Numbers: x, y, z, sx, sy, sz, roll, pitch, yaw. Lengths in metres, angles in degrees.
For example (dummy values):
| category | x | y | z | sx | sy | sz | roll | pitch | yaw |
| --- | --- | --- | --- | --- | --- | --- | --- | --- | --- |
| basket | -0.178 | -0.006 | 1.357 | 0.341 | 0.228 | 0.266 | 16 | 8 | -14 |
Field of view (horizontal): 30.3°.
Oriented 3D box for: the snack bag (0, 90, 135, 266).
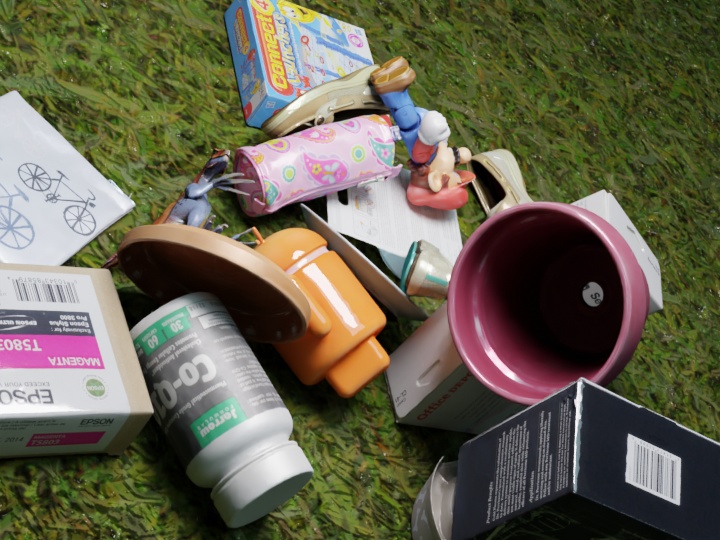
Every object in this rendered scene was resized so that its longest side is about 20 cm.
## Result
| category | x | y | z | sx | sy | sz | roll | pitch | yaw |
| --- | --- | --- | --- | --- | --- | --- | --- | --- | --- |
| snack bag | -0.347 | -0.086 | 1.341 | 0.188 | 0.021 | 0.200 | 43 | 38 | -2 |

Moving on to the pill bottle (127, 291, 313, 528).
| category | x | y | z | sx | sy | sz | roll | pitch | yaw |
| --- | --- | --- | --- | --- | --- | --- | --- | --- | --- |
| pill bottle | -0.133 | 0.131 | 1.251 | 0.113 | 0.113 | 0.201 | -14 | 64 | -48 |

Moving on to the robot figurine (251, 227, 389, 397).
| category | x | y | z | sx | sy | sz | roll | pitch | yaw |
| --- | --- | --- | --- | --- | --- | --- | --- | --- | --- |
| robot figurine | -0.052 | 0.040 | 1.409 | 0.201 | 0.117 | 0.144 | 52 | 37 | 5 |

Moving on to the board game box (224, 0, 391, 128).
| category | x | y | z | sx | sy | sz | roll | pitch | yaw |
| --- | --- | --- | --- | --- | --- | --- | --- | --- | --- |
| board game box | -0.068 | -0.255 | 1.725 | 0.194 | 0.056 | 0.202 | 13 | 47 | -34 |

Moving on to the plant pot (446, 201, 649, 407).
| category | x | y | z | sx | sy | sz | roll | pitch | yaw |
| --- | --- | --- | --- | --- | --- | --- | --- | --- | --- |
| plant pot | 0.213 | 0.033 | 1.372 | 0.201 | 0.200 | 0.178 | 56 | 25 | 17 |

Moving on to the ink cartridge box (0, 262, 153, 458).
| category | x | y | z | sx | sy | sz | roll | pitch | yaw |
| --- | --- | --- | --- | --- | --- | --- | --- | --- | --- |
| ink cartridge box | -0.301 | 0.079 | 1.182 | 0.199 | 0.075 | 0.166 | 3 | 51 | -41 |

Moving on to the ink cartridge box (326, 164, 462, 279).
| category | x | y | z | sx | sy | sz | roll | pitch | yaw |
| --- | --- | --- | --- | --- | --- | --- | --- | --- | --- |
| ink cartridge box | 0.034 | -0.067 | 1.651 | 0.198 | 0.057 | 0.164 | 16 | 44 | -22 |

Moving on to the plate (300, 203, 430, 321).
| category | x | y | z | sx | sy | sz | roll | pitch | yaw |
| --- | --- | --- | --- | --- | --- | --- | --- | --- | --- |
| plate | 0.000 | 0.000 | 1.498 | 0.200 | 0.026 | 0.200 | 43 | -2 | 2 |

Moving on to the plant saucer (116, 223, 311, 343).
| category | x | y | z | sx | sy | sz | roll | pitch | yaw |
| --- | --- | --- | --- | --- | --- | --- | --- | --- | --- |
| plant saucer | -0.140 | 0.010 | 1.295 | 0.199 | 0.200 | 0.033 | 30 | 65 | -17 |

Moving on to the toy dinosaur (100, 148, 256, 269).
| category | x | y | z | sx | sy | sz | roll | pitch | yaw |
| --- | --- | --- | --- | --- | --- | --- | --- | --- | --- |
| toy dinosaur | -0.183 | -0.073 | 1.428 | 0.198 | 0.106 | 0.182 | 8 | 30 | -24 |

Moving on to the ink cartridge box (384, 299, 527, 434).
| category | x | y | z | sx | sy | sz | roll | pitch | yaw |
| --- | --- | --- | --- | --- | --- | --- | --- | --- | --- |
| ink cartridge box | 0.148 | 0.113 | 1.497 | 0.198 | 0.148 | 0.086 | 14 | 45 | -34 |

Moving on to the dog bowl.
| category | x | y | z | sx | sy | sz | roll | pitch | yaw |
| --- | --- | --- | --- | --- | --- | --- | --- | --- | --- |
| dog bowl | 0.139 | 0.283 | 1.400 | 0.199 | 0.059 | 0.202 | 24 | 42 | -24 |

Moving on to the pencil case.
| category | x | y | z | sx | sy | sz | roll | pitch | yaw |
| --- | --- | --- | --- | --- | --- | --- | --- | --- | --- |
| pencil case | -0.050 | -0.123 | 1.546 | 0.198 | 0.088 | 0.088 | -17 | 65 | -29 |

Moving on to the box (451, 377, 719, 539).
| category | x | y | z | sx | sy | sz | roll | pitch | yaw |
| --- | --- | --- | --- | --- | --- | --- | --- | --- | --- |
| box | 0.226 | 0.225 | 1.310 | 0.199 | 0.196 | 0.125 | 25 | 55 | -22 |

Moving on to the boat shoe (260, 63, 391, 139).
| category | x | y | z | sx | sy | sz | roll | pitch | yaw |
| --- | --- | --- | --- | --- | --- | --- | --- | --- | --- |
| boat shoe | -0.035 | -0.191 | 1.607 | 0.200 | 0.073 | 0.064 | -30 | 93 | -45 |

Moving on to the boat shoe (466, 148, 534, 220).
| category | x | y | z | sx | sy | sz | roll | pitch | yaw |
| --- | --- | --- | --- | --- | --- | --- | --- | --- | --- |
| boat shoe | 0.198 | -0.075 | 1.792 | 0.066 | 0.074 | 0.201 | -5 | 56 | -29 |

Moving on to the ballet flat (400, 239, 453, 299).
| category | x | y | z | sx | sy | sz | roll | pitch | yaw |
| --- | --- | --- | --- | --- | --- | --- | --- | --- | --- |
| ballet flat | 0.078 | 0.007 | 1.493 | 0.062 | 0.068 | 0.200 | 18 | 7 | 0 |

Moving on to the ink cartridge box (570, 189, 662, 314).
| category | x | y | z | sx | sy | sz | roll | pitch | yaw |
| --- | --- | --- | --- | --- | --- | --- | --- | --- | --- |
| ink cartridge box | 0.245 | 0.012 | 1.607 | 0.146 | 0.199 | 0.085 | 47 | 32 | -31 |

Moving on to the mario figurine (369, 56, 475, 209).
| category | x | y | z | sx | sy | sz | roll | pitch | yaw |
| --- | --- | --- | --- | --- | --- | --- | --- | --- | --- |
| mario figurine | 0.090 | -0.168 | 1.630 | 0.201 | 0.105 | 0.124 | 63 | 39 | -25 |
